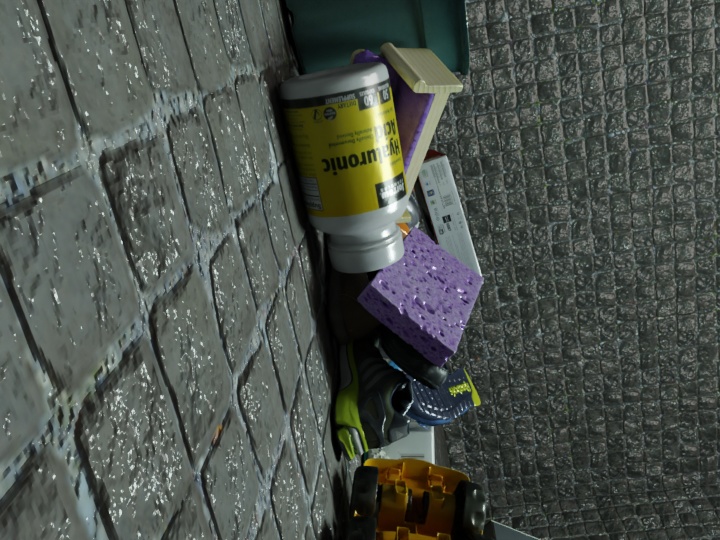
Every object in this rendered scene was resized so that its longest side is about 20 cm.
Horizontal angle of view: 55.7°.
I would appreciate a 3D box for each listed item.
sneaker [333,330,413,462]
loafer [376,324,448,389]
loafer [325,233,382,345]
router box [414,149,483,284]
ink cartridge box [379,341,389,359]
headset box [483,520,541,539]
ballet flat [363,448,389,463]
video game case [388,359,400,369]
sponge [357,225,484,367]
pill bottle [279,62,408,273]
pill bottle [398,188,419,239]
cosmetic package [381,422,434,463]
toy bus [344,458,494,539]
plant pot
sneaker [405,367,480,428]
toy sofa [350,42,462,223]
[{"bbox_3d":[0.019,0.130,0.769,0.200,0.081,0.074,-88,167,-57],"label":"sneaker"},{"bbox_3d":[0.059,0.066,0.780,0.068,0.070,0.201,36,9,-21],"label":"loafer"},{"bbox_3d":[0.000,0.000,0.813,0.073,0.071,0.201,72,12,-51],"label":"loafer"},{"bbox_3d":[0.127,-0.083,1.061,0.180,0.049,0.201,-95,167,-78],"label":"router box"},{"bbox_3d":[0.074,0.037,1.084,0.137,0.076,0.201,64,40,-70],"label":"ink cartridge box"},{"bbox_3d":[0.138,0.407,0.760,0.200,0.093,0.174,-51,-157,31],"label":"headset box"},{"bbox_3d":[0.038,0.291,0.800,0.200,0.071,0.072,-89,168,-55],"label":"ballet flat"},{"bbox_3d":[0.070,0.116,0.935,0.200,0.018,0.144,-51,160,-45],"label":"video game case"},{"bbox_3d":[0.075,0.021,0.766,0.111,0.030,0.200,38,29,1],"label":"sponge"},{"bbox_3d":[-0.010,-0.105,0.707,0.111,0.111,0.201,-81,161,-67],"label":"pill bottle"},{"bbox_3d":[0.026,-0.098,0.961,0.201,0.106,0.106,-95,172,-46],"label":"pill bottle"},{"bbox_3d":[0.071,0.273,0.977,0.200,0.074,0.102,66,24,-79],"label":"cosmetic package"},{"bbox_3d":[0.046,0.305,0.649,0.200,0.135,0.193,-81,178,-73],"label":"toy bus"},{"bbox_3d":[0.017,-0.318,0.817,0.200,0.195,0.201,-9,90,-83],"label":"plant pot"},{"bbox_3d":[0.091,0.176,0.908,0.200,0.082,0.074,16,49,-58],"label":"sneaker"},{"bbox_3d":[0.028,-0.148,0.775,0.083,0.097,0.200,59,-36,36],"label":"toy sofa"}]
